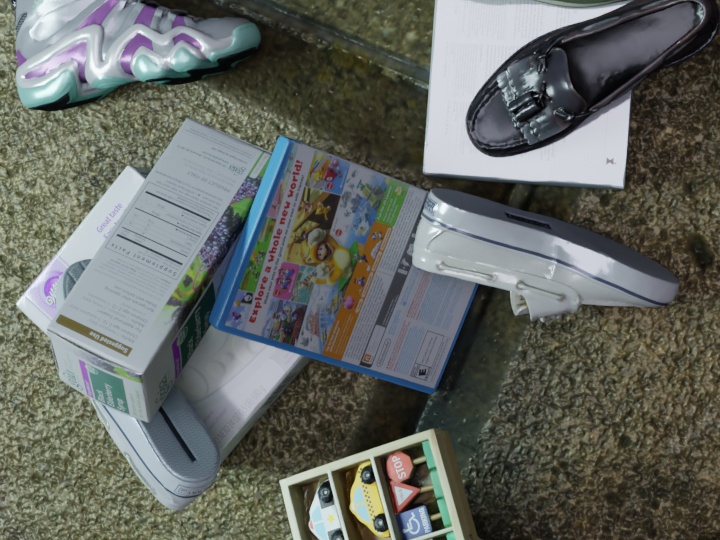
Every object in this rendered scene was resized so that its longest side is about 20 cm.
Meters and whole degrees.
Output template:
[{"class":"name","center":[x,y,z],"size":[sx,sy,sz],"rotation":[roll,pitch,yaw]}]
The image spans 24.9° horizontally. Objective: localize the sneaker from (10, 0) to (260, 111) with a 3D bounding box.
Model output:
[{"class":"sneaker","center":[-0.181,-0.209,1.253],"size":[0.199,0.078,0.141],"rotation":[-10,90,10]}]

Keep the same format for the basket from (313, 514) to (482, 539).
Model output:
[{"class":"basket","center":[0.047,0.261,1.175],"size":[0.200,0.123,0.136],"rotation":[33,97,27]}]

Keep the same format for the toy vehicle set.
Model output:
[{"class":"toy vehicle set","center":[0.027,0.221,1.106],"size":[0.124,0.026,0.201],"rotation":[-22,73,21]}]

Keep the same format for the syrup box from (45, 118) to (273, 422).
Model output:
[{"class":"syrup box","center":[-0.136,-0.001,1.160],"size":[0.081,0.079,0.201],"rotation":[23,62,11]}]

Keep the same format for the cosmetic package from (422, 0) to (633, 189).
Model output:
[{"class":"cosmetic package","center":[0.130,-0.165,1.212],"size":[0.150,0.052,0.201],"rotation":[5,92,11]}]

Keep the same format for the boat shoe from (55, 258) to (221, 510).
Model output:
[{"class":"boat shoe","center":[-0.176,0.089,1.206],"size":[0.201,0.073,0.067],"rotation":[61,142,21]}]

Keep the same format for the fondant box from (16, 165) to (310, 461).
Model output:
[{"class":"fondant box","center":[-0.145,0.038,1.263],"size":[0.200,0.058,0.144],"rotation":[42,98,8]}]

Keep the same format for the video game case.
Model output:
[{"class":"video game case","center":[0.000,0.000,1.193],"size":[0.199,0.018,0.144],"rotation":[19,96,-33]}]

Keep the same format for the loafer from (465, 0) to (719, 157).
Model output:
[{"class":"loafer","center":[0.159,-0.144,1.149],"size":[0.199,0.063,0.072],"rotation":[-29,90,11]}]

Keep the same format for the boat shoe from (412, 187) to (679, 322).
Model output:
[{"class":"boat shoe","center":[0.133,0.002,1.195],"size":[0.199,0.071,0.070],"rotation":[16,108,-11]}]

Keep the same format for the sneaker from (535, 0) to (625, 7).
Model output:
[{"class":"sneaker","center":[0.124,-0.225,1.141],"size":[0.199,0.090,0.068],"rotation":[3,90,8]}]
